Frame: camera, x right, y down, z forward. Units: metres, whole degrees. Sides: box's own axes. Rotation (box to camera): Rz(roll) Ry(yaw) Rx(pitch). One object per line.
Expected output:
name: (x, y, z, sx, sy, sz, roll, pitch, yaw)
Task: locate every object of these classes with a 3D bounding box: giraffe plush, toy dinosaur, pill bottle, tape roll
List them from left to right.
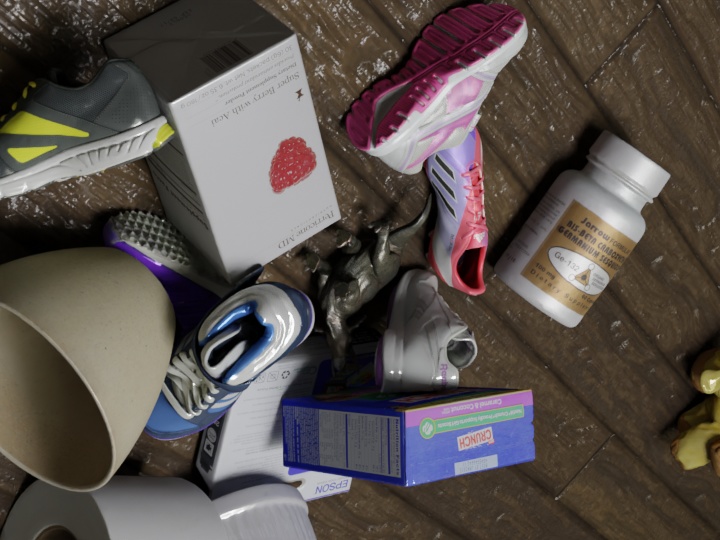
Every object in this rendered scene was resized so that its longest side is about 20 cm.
tape roll: (-0.234, 0.294, 1.296, 0.139, 0.203, 0.203, 9, 115, -45)
toy dinosaur: (0.000, 0.000, 1.383, 0.200, 0.077, 0.102, -58, 157, -13)
pill bottle: (0.248, -0.048, 1.515, 0.114, 0.114, 0.200, 25, 102, -48)
giraffe plush: (0.518, 0.176, 1.910, 0.173, 0.199, 0.163, -52, 124, -45)

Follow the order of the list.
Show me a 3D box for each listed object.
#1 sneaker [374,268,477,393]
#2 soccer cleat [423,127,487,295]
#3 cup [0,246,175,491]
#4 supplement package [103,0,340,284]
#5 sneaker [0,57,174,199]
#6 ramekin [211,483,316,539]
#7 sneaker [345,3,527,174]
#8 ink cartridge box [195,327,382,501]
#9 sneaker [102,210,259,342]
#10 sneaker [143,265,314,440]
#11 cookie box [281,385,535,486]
sneaker: (0.072, 0.067, 1.403, 0.099, 0.200, 0.075, 4, 121, 7)
soccer cleat: (0.106, -0.066, 1.406, 0.066, 0.076, 0.201, -22, 134, -27)
cup: (-0.237, 0.061, 1.142, 0.143, 0.200, 0.201, -46, 146, -41)
supplement package: (-0.110, -0.114, 1.145, 0.121, 0.120, 0.201, -32, 137, -18)
sneaker: (-0.243, -0.108, 1.050, 0.199, 0.074, 0.085, -15, 99, 7)
ramekin: (-0.130, 0.320, 1.433, 0.199, 0.105, 0.200, -23, 154, -12)
sneaker: (0.081, -0.171, 1.307, 0.200, 0.081, 0.088, -40, 141, 3)
ink cartridge box: (-0.075, 0.163, 1.452, 0.197, 0.043, 0.201, -6, 123, -38)
sneaker: (-0.171, 0.024, 1.241, 0.100, 0.070, 0.200, -46, 138, 11)
sneaker: (-0.133, 0.079, 1.166, 0.200, 0.081, 0.146, -36, 174, 10)
cookie box: (0.045, 0.158, 1.365, 0.171, 0.200, 0.076, -4, 91, -39)
